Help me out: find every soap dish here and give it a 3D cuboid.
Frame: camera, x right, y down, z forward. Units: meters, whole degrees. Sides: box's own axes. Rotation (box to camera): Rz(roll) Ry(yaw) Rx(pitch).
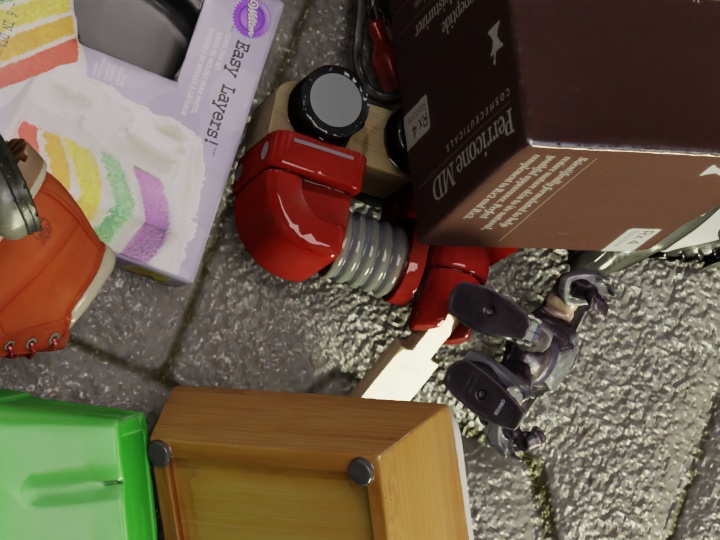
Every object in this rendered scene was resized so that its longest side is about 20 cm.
[{"bbox_3d":[-0.030,0.152,1.659,0.081,0.200,0.158,-26,112,-52],"label":"soap dish"}]

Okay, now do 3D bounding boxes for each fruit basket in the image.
[{"bbox_3d":[-0.223,0.172,1.630,0.215,0.156,0.216,0,90,7],"label":"fruit basket"}]

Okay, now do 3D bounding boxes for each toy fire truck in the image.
[{"bbox_3d":[0.000,0.000,1.750,0.176,0.129,0.201,17,70,-18],"label":"toy fire truck"}]

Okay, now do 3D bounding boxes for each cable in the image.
[{"bbox_3d":[0.006,-0.180,1.804,0.097,0.050,0.200,-31,86,-25],"label":"cable"}]

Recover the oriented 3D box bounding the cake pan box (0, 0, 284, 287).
[{"bbox_3d":[-0.159,-0.111,1.725,0.184,0.052,0.200,23,78,-20],"label":"cake pan box"}]

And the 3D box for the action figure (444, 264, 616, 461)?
[{"bbox_3d":[0.105,0.055,1.751,0.069,0.200,0.130,20,95,18],"label":"action figure"}]

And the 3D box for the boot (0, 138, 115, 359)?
[{"bbox_3d":[-0.220,0.032,1.628,0.107,0.075,0.200,49,65,-29],"label":"boot"}]

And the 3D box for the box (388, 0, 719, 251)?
[{"bbox_3d":[0.126,-0.133,1.676,0.164,0.166,0.201,2,69,-23],"label":"box"}]

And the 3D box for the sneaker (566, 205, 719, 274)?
[{"bbox_3d":[0.229,-0.030,1.855,0.200,0.066,0.091,-30,94,-23],"label":"sneaker"}]

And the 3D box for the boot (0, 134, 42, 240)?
[{"bbox_3d":[-0.275,-0.051,1.576,0.131,0.200,0.068,-34,140,-20],"label":"boot"}]
